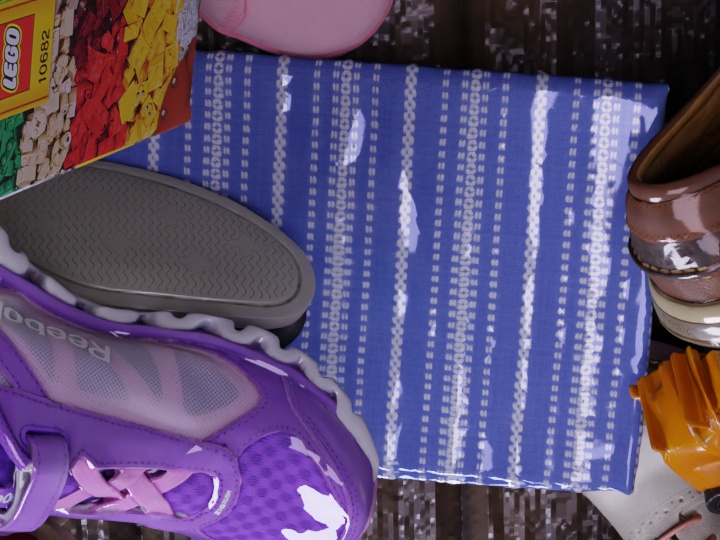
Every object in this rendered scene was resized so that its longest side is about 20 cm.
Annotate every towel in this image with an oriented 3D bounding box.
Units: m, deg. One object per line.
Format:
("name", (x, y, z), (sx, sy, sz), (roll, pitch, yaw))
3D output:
("towel", (0.000, 0.000, 0.927), (0.198, 0.024, 0.146), (5, 106, 8))

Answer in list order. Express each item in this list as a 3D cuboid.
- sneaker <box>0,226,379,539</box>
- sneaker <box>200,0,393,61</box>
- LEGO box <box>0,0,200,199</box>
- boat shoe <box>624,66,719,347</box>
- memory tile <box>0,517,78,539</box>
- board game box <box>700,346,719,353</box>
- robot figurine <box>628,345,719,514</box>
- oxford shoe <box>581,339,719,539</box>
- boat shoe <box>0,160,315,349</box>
("sneaker", (-0.089, 0.049, 0.836), (0.199, 0.089, 0.081), (25, 123, -12))
("sneaker", (-0.056, -0.136, 0.857), (0.075, 0.105, 0.201), (-38, 111, 3))
("LEGO box", (-0.164, -0.086, 0.789), (0.199, 0.149, 0.078), (15, 110, 22))
("boat shoe", (0.158, -0.065, 0.893), (0.200, 0.072, 0.068), (-47, 127, -20))
("memory tile", (-0.188, 0.058, 0.876), (0.198, 0.153, 0.017), (7, 113, -12))
("board game box", (0.204, -0.026, 0.976), (0.199, 0.019, 0.103), (-32, 109, 3))
("robot figurine", (0.187, 0.087, 0.923), (0.199, 0.146, 0.058), (8, 150, -31))
("oxford shoe", (0.130, 0.092, 0.965), (0.199, 0.074, 0.071), (33, 135, -16))
("boat shoe", (-0.114, 0.005, 0.906), (0.198, 0.072, 0.068), (5, 129, 2))
